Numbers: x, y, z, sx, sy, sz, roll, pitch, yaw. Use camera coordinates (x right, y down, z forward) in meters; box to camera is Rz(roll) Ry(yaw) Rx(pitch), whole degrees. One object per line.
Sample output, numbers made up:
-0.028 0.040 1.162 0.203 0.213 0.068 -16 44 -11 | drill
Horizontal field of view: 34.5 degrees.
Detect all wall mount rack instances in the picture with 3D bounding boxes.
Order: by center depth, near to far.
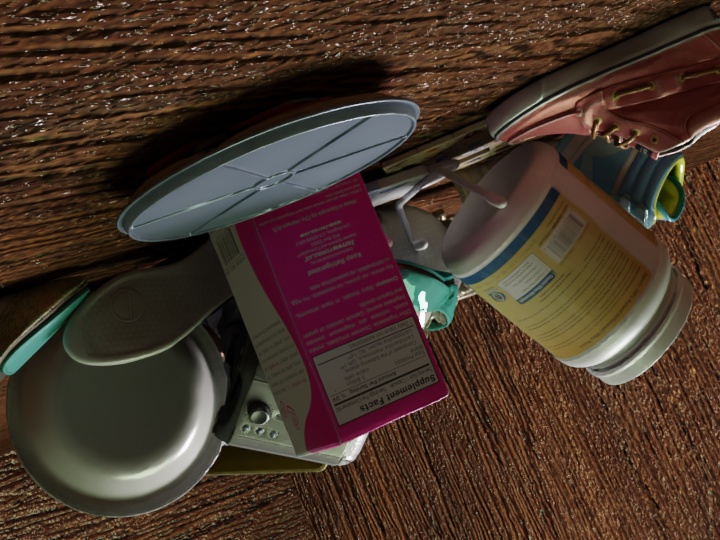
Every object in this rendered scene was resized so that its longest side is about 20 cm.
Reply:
0.028 -0.047 1.016 0.198 0.075 0.174 -21 173 -26 | wall mount rack

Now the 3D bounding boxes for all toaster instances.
-0.050 0.081 1.009 0.201 0.128 0.115 -94 -155 -64 | toaster

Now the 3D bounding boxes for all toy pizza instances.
-0.058 -0.069 0.713 0.198 0.032 0.200 -22 174 -2 | toy pizza

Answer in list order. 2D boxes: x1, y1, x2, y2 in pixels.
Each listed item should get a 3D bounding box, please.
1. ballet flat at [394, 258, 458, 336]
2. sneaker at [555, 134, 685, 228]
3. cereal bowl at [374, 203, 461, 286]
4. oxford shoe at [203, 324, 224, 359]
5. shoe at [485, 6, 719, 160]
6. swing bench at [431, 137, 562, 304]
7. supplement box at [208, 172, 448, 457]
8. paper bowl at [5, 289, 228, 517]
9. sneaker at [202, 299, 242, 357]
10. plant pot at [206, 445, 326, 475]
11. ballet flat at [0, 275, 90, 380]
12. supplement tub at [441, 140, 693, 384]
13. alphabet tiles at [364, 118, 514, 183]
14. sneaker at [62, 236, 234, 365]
0.046 0.030 1.000 0.066 0.071 0.200 7 179 16 | ballet flat
0.236 -0.068 1.126 0.079 0.130 0.201 -40 167 -36 | sneaker
0.000 0.000 1.172 0.198 0.084 0.201 -25 -149 16 | cereal bowl
-0.180 0.113 1.270 0.070 0.076 0.200 12 -155 16 | oxford shoe
0.202 -0.124 0.919 0.198 0.092 0.071 -24 175 18 | shoe
0.155 -0.050 1.305 0.197 0.131 0.200 -19 174 -30 | swing bench
-0.029 0.027 0.881 0.102 0.202 0.101 -19 175 -25 | supplement box
-0.214 0.117 1.034 0.199 0.203 0.104 -20 176 -18 | paper bowl
-0.140 0.055 1.221 0.075 0.115 0.200 -19 175 -27 | sneaker
-0.134 0.129 1.480 0.197 0.203 0.177 -4 -164 11 | plant pot
-0.292 0.068 0.884 0.201 0.070 0.071 -52 -178 -13 | ballet flat
0.188 -0.004 1.056 0.145 0.199 0.145 -49 -168 14 | supplement tub
0.074 -0.104 1.082 0.165 0.008 0.200 -22 175 5 | alphabet tiles
-0.166 0.030 0.978 0.199 0.071 0.099 -33 178 -30 | sneaker
